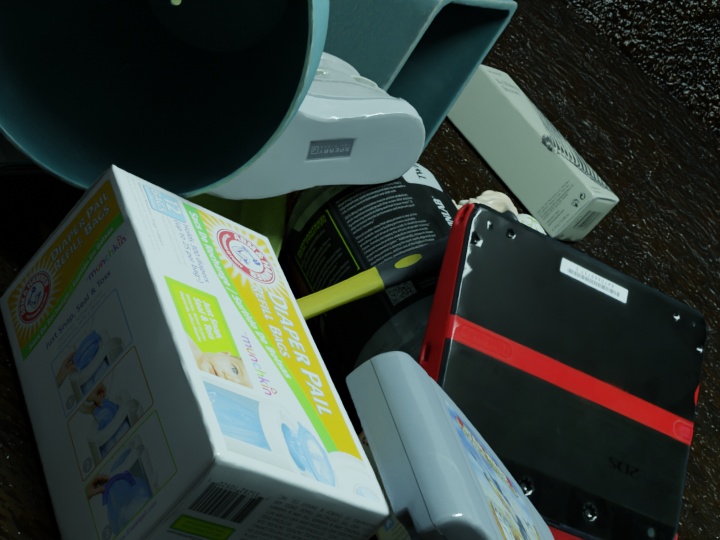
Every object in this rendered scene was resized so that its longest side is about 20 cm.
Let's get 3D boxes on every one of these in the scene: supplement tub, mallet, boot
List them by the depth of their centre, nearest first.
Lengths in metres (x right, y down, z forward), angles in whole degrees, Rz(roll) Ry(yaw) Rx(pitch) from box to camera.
[{"bbox_3d":[0.000,0.000,0.956,0.066,0.199,0.041,54,-17,28],"label":"mallet"},{"bbox_3d":[-0.059,-0.098,0.993,0.199,0.074,0.096,0,31,-41],"label":"boot"},{"bbox_3d":[0.024,0.009,1.047,0.122,0.123,0.200,23,28,-44],"label":"supplement tub"}]

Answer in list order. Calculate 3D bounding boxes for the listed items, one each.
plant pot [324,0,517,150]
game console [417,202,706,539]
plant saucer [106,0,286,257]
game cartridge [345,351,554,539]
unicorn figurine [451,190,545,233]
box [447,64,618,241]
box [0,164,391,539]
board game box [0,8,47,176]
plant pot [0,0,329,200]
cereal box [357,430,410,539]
[{"bbox_3d":[-0.029,-0.192,1.266,0.200,0.196,0.196,39,19,13],"label":"plant pot"},{"bbox_3d":[0.120,0.074,0.949,0.199,0.031,0.178,25,65,-26],"label":"game console"},{"bbox_3d":[-0.107,-0.077,0.988,0.200,0.031,0.201,35,50,-56],"label":"plant saucer"},{"bbox_3d":[0.063,0.131,0.800,0.200,0.041,0.133,51,15,-40],"label":"game cartridge"},{"bbox_3d":[0.133,0.029,1.169,0.137,0.074,0.201,-33,109,-64],"label":"unicorn figurine"},{"bbox_3d":[0.180,-0.125,1.696,0.200,0.068,0.082,52,21,20],"label":"box"},{"bbox_3d":[-0.085,0.062,0.759,0.112,0.101,0.200,25,27,-41],"label":"box"},{"bbox_3d":[-0.195,-0.132,0.916,0.200,0.047,0.152,-10,89,-66],"label":"board game box"},{"bbox_3d":[-0.099,-0.151,0.841,0.200,0.200,0.135,43,26,-1],"label":"plant pot"},{"bbox_3d":[0.079,0.185,0.918,0.144,0.040,0.200,25,28,-44],"label":"cereal box"}]
